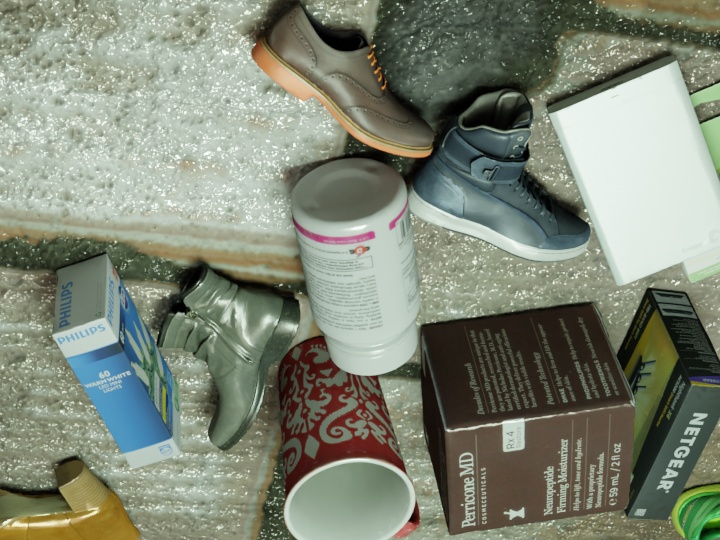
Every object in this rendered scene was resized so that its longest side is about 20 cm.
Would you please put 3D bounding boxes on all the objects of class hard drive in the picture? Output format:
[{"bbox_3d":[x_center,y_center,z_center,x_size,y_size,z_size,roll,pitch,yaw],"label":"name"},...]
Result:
[{"bbox_3d":[0.280,-0.096,1.428,0.131,0.026,0.201,-22,112,9],"label":"hard drive"}]

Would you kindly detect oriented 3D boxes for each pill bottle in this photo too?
[{"bbox_3d":[0.000,0.000,1.430,0.113,0.114,0.201,-11,129,-2],"label":"pill bottle"}]

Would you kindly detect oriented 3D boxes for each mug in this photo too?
[{"bbox_3d":[-0.021,0.189,1.520,0.133,0.200,0.178,-14,130,0],"label":"mug"}]

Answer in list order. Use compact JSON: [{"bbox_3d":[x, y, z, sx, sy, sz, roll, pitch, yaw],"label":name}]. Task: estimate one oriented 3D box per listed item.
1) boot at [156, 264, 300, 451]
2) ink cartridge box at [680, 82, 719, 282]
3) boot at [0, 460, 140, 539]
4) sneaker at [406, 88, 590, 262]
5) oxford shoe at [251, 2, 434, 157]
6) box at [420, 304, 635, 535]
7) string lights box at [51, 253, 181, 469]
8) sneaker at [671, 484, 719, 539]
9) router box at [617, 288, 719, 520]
[{"bbox_3d":[-0.156,0.088,1.511,0.130,0.068,0.201,18,115,-17],"label":"boot"},{"bbox_3d":[0.372,-0.094,1.468,0.145,0.048,0.200,-23,131,8],"label":"ink cartridge box"},{"bbox_3d":[-0.361,0.304,1.629,0.200,0.071,0.144,-23,126,2],"label":"boot"},{"bbox_3d":[0.161,-0.092,1.410,0.201,0.077,0.147,15,126,-20],"label":"sneaker"},{"bbox_3d":[0.000,-0.171,1.325,0.199,0.071,0.073,29,113,-28],"label":"oxford shoe"},{"bbox_3d":[0.175,0.159,1.554,0.199,0.165,0.167,-8,129,-4],"label":"box"},{"bbox_3d":[-0.245,0.095,1.466,0.059,0.103,0.201,-17,129,5],"label":"string lights box"},{"bbox_3d":[0.484,0.292,1.768,0.199,0.084,0.074,-21,128,5],"label":"sneaker"},{"bbox_3d":[0.324,0.147,1.577,0.052,0.158,0.201,6,126,-15],"label":"router box"}]
